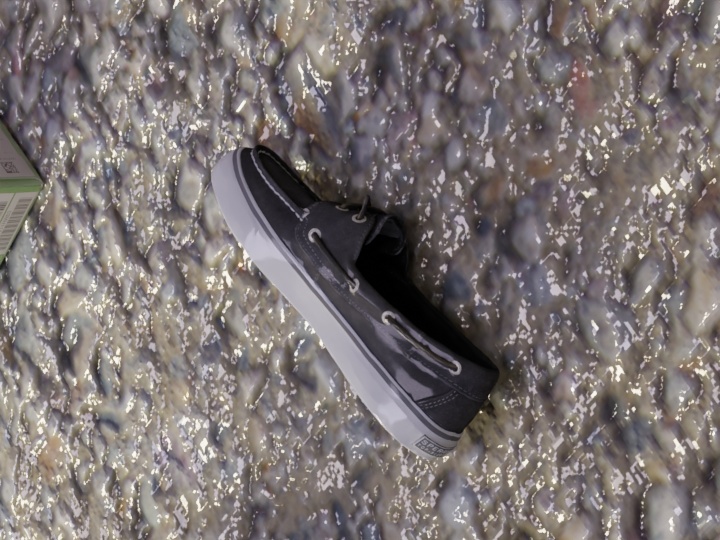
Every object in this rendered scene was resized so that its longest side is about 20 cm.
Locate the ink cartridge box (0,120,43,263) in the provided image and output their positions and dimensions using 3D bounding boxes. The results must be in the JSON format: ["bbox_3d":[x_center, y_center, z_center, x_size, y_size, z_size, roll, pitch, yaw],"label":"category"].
[{"bbox_3d":[-0.287,-0.070,1.467,0.200,0.048,0.146,53,128,28],"label":"ink cartridge box"}]

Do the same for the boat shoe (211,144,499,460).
[{"bbox_3d":[0.000,0.000,1.175,0.066,0.070,0.200,-46,58,18],"label":"boat shoe"}]
